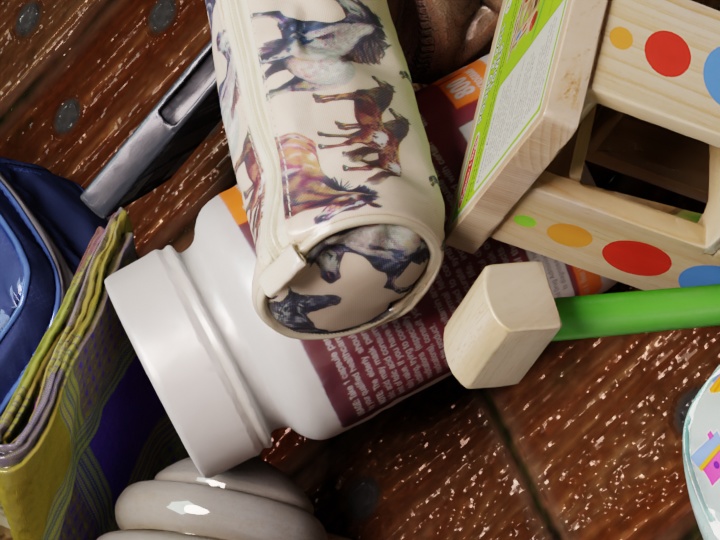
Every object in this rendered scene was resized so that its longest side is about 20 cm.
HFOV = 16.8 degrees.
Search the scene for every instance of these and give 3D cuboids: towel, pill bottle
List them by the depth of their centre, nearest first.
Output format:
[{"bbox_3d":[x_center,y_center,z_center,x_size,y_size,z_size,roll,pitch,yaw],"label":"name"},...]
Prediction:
[{"bbox_3d":[0.000,0.000,1.039,0.199,0.114,0.114,-28,51,-4],"label":"pill bottle"},{"bbox_3d":[-0.118,0.083,1.112,0.023,0.201,0.144,11,53,14],"label":"towel"}]

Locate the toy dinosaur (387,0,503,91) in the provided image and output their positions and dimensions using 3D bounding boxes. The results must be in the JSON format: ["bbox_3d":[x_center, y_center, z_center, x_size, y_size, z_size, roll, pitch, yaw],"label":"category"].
[{"bbox_3d":[0.033,-0.118,1.094,0.136,0.086,0.200,-51,3,19],"label":"toy dinosaur"}]

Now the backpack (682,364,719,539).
[{"bbox_3d":[0.215,0.053,0.864,0.200,0.126,0.168,-36,56,32],"label":"backpack"}]

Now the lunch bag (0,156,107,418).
[{"bbox_3d":[-0.199,0.023,1.261,0.136,0.132,0.200,-55,45,12],"label":"lunch bag"}]

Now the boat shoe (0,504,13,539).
[{"bbox_3d":[-0.175,0.104,1.161,0.073,0.200,0.065,-4,70,27],"label":"boat shoe"}]

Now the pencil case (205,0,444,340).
[{"bbox_3d":[-0.022,-0.070,0.966,0.078,0.089,0.201,-43,48,40],"label":"pencil case"}]

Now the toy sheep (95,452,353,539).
[{"bbox_3d":[-0.063,0.152,1.082,0.137,0.137,0.202,-8,69,41],"label":"toy sheep"}]

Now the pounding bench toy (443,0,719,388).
[{"bbox_3d":[0.125,-0.029,0.923,0.124,0.155,0.201,127,161,-63],"label":"pounding bench toy"}]

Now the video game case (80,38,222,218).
[{"bbox_3d":[-0.046,-0.112,1.133,0.019,0.143,0.200,41,102,0],"label":"video game case"}]
